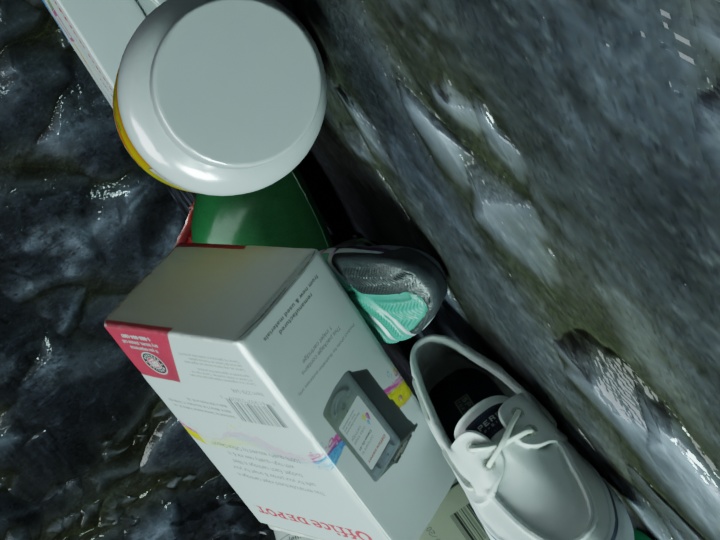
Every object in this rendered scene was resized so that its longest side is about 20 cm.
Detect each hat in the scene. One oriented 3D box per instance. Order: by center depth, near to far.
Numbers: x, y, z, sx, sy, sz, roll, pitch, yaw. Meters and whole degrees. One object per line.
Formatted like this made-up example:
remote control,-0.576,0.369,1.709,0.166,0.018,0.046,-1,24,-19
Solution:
hat,-0.127,-0.024,0.958,0.166,0.176,0.200,55,171,45

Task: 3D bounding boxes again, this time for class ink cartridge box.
ink cartridge box,-0.048,0.082,0.787,0.147,0.086,0.200,3,137,45
ink cartridge box,-0.218,-0.220,1.101,0.145,0.085,0.200,58,170,-16

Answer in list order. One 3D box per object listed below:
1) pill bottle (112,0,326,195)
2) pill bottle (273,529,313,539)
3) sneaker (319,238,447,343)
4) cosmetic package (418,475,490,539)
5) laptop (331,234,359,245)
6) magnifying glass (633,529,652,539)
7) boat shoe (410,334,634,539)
pill bottle,-0.080,-0.098,0.683,0.111,0.111,0.200,57,172,-10
pill bottle,-0.011,0.220,1.008,0.114,0.114,0.200,77,176,-69
sneaker,0.000,0.000,0.796,0.074,0.088,0.200,46,150,-15
cosmetic package,0.098,0.203,0.880,0.071,0.105,0.200,54,171,27
laptop,0.042,0.068,1.002,0.200,0.116,0.187,28,177,-10
magnifying glass,0.192,0.226,0.705,0.200,0.022,0.080,59,171,-30
boat shoe,0.078,0.103,0.695,0.065,0.074,0.200,56,172,-34
